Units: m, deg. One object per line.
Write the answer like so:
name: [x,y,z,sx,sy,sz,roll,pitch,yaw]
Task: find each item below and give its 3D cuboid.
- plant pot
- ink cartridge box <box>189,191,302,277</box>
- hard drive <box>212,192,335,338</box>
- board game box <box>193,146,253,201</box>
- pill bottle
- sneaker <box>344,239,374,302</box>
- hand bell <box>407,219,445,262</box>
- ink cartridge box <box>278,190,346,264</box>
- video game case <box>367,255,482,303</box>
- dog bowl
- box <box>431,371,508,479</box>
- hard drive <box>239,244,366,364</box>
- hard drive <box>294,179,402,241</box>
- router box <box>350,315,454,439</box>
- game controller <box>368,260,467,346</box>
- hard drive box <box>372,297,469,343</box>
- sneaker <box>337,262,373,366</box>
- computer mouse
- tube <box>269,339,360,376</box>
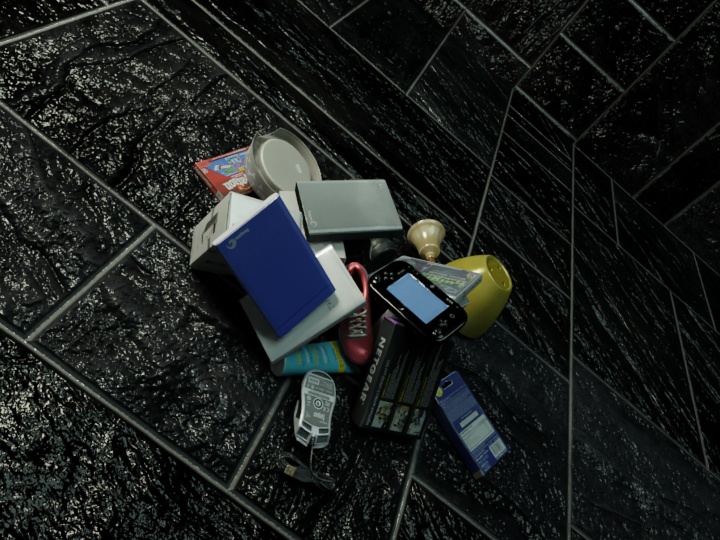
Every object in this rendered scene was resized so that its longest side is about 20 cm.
plant pot: [0.295,0.044,1.443,0.197,0.141,0.204,29,41,-28]
ink cartridge box: [-0.210,-0.054,1.045,0.143,0.198,0.086,14,68,-31]
hard drive: [-0.138,-0.005,0.959,0.131,0.025,0.203,-39,120,-14]
board game box: [-0.273,-0.221,1.299,0.103,0.019,0.199,49,38,4]
pill bottle: [0.008,-0.108,1.370,0.110,0.112,0.204,-6,60,-44]
sneaker: [0.000,0.000,1.209,0.070,0.203,0.114,-11,50,-1]
hand bell: [0.179,-0.019,1.441,0.102,0.105,0.204,20,42,-26]
ink cartridge box: [-0.110,-0.063,1.189,0.121,0.130,0.205,1,51,-15]
video game case: [0.137,0.017,1.205,0.194,0.024,0.181,14,21,26]
dog bowl: [-0.181,-0.228,1.326,0.197,0.058,0.206,27,50,-35]
box: [0.226,0.325,1.233,0.119,0.032,0.203,-15,68,-48]
hard drive: [-0.104,0.058,1.037,0.196,0.027,0.134,-31,69,-10]
hard drive: [-0.026,-0.122,1.153,0.193,0.033,0.143,-4,53,-19]
router box: [0.081,0.206,1.093,0.146,0.206,0.051,18,3,-28]
game controller: [0.105,0.056,1.074,0.103,0.043,0.199,-36,57,-20]
hard drive box: [0.122,0.106,1.242,0.197,0.156,0.078,-18,66,-49]
sneaker: [-0.012,0.082,1.115,0.071,0.087,0.208,-4,80,-3]
computer mouse: [-0.083,0.273,1.002,0.107,0.044,0.205,22,49,-18]
tube: [-0.082,0.169,1.098,0.196,0.050,0.080,4,60,-46]
